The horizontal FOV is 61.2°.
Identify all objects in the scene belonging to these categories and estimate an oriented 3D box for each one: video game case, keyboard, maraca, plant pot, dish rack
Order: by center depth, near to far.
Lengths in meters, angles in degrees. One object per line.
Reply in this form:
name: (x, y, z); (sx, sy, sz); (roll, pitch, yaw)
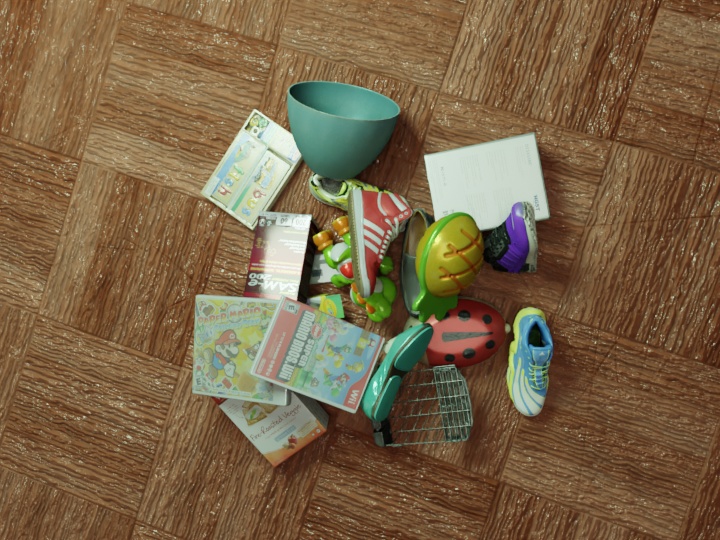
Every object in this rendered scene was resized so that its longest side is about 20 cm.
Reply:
maraca: (0.146, -0.003, 1.043); (0.107, 0.137, 0.201); (31, 113, 46)
video game case: (-0.072, 0.146, 1.048); (0.199, 0.017, 0.143); (24, 84, -16)
video game case: (-0.212, 0.139, 1.087); (0.199, 0.023, 0.183); (2, 90, 23)
plant pot: (-0.039, -0.245, 1.102); (0.199, 0.200, 0.135); (16, 122, 7)
dish rack: (0.107, 0.249, 1.127); (0.199, 0.055, 0.154); (-10, 91, 19)
keyboard: (-0.085, -0.003, 1.189); (0.199, 0.011, 0.057); (-6, 96, 8)

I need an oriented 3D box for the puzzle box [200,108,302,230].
puzzle box: (-0.206, -0.195, 1.193); (0.133, 0.025, 0.200); (34, 95, 5)

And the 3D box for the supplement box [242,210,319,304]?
supplement box: (-0.150, -0.006, 1.142); (0.108, 0.061, 0.201); (5, 76, 12)

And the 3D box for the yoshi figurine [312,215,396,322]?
yoshi figurine: (0.002, 0.001, 1.140); (0.112, 0.112, 0.200); (-28, 84, -23)

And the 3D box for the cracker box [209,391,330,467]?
cracker box: (-0.172, 0.255, 1.154); (0.134, 0.058, 0.200); (-38, 99, 13)

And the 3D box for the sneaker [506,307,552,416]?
sneaker: (0.304, 0.168, 1.091); (0.075, 0.105, 0.201); (-2, 90, 8)

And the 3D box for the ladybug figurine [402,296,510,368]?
ladybug figurine: (0.176, 0.116, 1.124); (0.199, 0.072, 0.136); (-10, 89, 8)

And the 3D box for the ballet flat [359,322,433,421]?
ballet flat: (0.054, 0.168, 1.085); (0.070, 0.067, 0.200); (31, 93, 40)

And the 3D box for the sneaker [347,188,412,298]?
sneaker: (0.039, -0.051, 1.066); (0.112, 0.071, 0.201); (-1, 72, -10)

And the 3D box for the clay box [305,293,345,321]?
clay box: (-0.124, 0.113, 1.176); (0.199, 0.048, 0.115); (-9, 92, 6)

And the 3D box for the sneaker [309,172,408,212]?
sneaker: (-0.006, -0.133, 1.142); (0.199, 0.076, 0.076); (16, 91, 6)

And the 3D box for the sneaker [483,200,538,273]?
sneaker: (0.253, -0.047, 1.056); (0.099, 0.200, 0.070); (-4, 62, 14)

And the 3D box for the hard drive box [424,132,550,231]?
hard drive box: (0.227, -0.149, 1.110); (0.199, 0.077, 0.157); (-10, 90, 8)

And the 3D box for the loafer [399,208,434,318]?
loafer: (0.101, -0.015, 1.112); (0.072, 0.072, 0.201); (-4, 78, 13)
